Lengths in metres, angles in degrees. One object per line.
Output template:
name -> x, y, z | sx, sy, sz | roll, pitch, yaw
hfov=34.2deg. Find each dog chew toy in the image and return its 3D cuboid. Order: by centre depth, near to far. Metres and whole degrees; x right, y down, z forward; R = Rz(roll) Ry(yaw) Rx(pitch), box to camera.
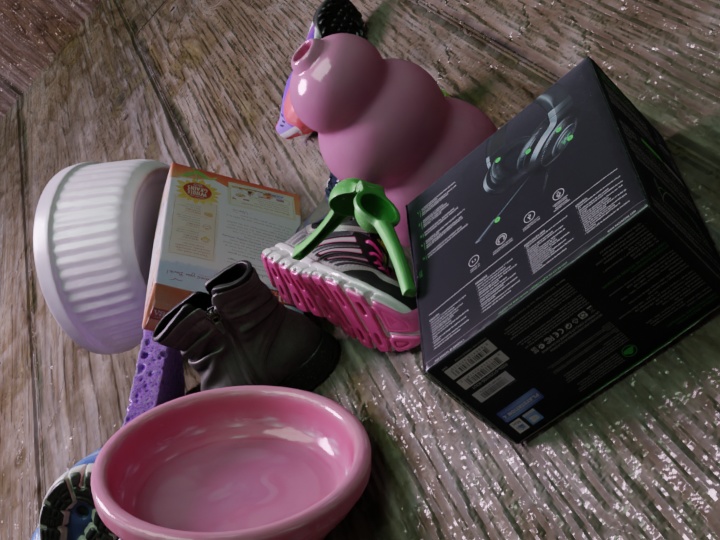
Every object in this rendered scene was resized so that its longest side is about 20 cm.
dog chew toy -> 0.024, -0.105, 0.911 | 0.124, 0.200, 0.125 | -37, 30, 26

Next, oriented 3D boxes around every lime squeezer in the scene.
lime squeezer -> -0.003, -0.032, 0.847 | 0.071, 0.038, 0.200 | -60, 26, -6

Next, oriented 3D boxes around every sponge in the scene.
sponge -> -0.187, 0.140, 1.044 | 0.201, 0.030, 0.112 | -87, 0, -49

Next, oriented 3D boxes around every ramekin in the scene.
ramekin -> -0.232, -0.020, 1.205 | 0.104, 0.201, 0.201 | -10, 44, 22

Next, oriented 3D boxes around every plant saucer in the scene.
plant saucer -> -0.090, 0.152, 0.840 | 0.199, 0.051, 0.201 | -3, 23, 1

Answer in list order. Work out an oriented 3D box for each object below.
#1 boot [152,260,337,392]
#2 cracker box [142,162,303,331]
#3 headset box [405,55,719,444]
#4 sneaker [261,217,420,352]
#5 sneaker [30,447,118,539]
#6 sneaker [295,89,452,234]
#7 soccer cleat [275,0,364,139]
boot -> -0.127, 0.083, 0.986 | 0.200, 0.130, 0.068 | -42, 28, 16
cracker box -> -0.124, -0.012, 1.087 | 0.201, 0.133, 0.058 | -95, 24, -55
headset box -> 0.125, -0.021, 0.772 | 0.174, 0.093, 0.201 | -39, 29, 23
sneaker -> 0.000, 0.000, 0.955 | 0.087, 0.074, 0.199 | -41, 34, -19
sneaker -> -0.225, 0.221, 0.923 | 0.201, 0.078, 0.089 | -58, 1, 21
sneaker -> -0.002, -0.106, 1.082 | 0.201, 0.081, 0.074 | -54, 27, -5
soccer cleat -> -0.049, -0.234, 1.331 | 0.073, 0.068, 0.201 | -29, 37, 43
